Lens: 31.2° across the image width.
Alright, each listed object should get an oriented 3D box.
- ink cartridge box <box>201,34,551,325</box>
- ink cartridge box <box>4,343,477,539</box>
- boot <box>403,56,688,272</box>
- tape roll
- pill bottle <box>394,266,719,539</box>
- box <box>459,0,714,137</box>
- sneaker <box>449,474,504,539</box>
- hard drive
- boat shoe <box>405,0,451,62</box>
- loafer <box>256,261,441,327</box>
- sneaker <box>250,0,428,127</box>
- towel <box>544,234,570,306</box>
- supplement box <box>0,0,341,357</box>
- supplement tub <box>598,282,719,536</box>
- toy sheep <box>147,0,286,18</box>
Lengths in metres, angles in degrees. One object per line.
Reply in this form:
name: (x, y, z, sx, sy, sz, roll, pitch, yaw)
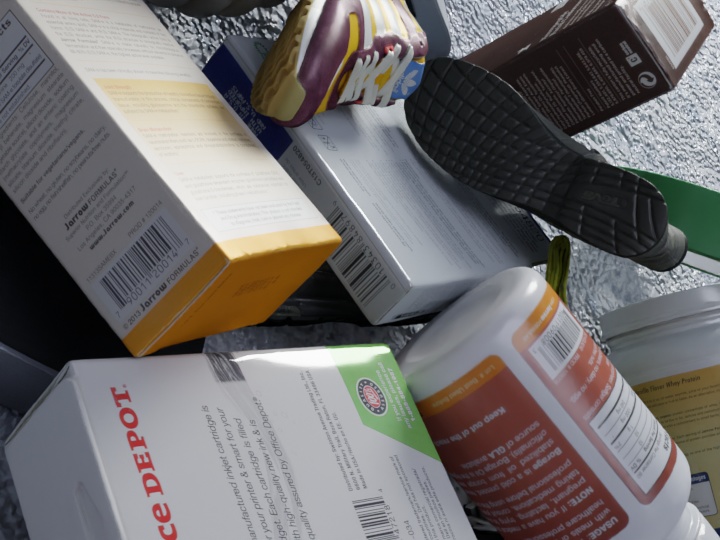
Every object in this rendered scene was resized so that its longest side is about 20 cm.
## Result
ink cartridge box: (0.018, -0.062, 0.825, 0.200, 0.041, 0.200, -8, 58, -55)
ink cartridge box: (-0.053, 0.120, 0.629, 0.200, 0.084, 0.146, 0, 57, -42)
boot: (0.123, -0.060, 0.859, 0.200, 0.068, 0.131, 36, 5, 17)
tape roll: (0.279, -0.026, 1.010, 0.200, 0.200, 0.048, 19, 92, -39)
pill bottle: (0.114, 0.106, 0.737, 0.200, 0.112, 0.112, 51, 46, -8)
box: (0.138, -0.140, 0.914, 0.075, 0.200, 0.100, 52, 45, -13)
sneaker: (0.085, 0.165, 0.814, 0.089, 0.074, 0.200, 66, 17, -61)
hard drive: (-0.163, 0.005, 0.676, 0.200, 0.042, 0.135, 32, 54, -31)
boat shoe: (0.027, -0.231, 0.884, 0.202, 0.075, 0.086, 68, 13, -58)
loafer: (0.000, 0.000, 0.818, 0.200, 0.068, 0.070, 3, 82, -40)
sneaker: (-0.002, -0.130, 0.768, 0.090, 0.075, 0.200, 32, 32, -10)
towel: (0.136, 0.079, 0.870, 0.086, 0.018, 0.200, -71, 159, -49)
supplement box: (-0.118, -0.061, 0.649, 0.200, 0.074, 0.126, 50, 22, 12)
supplement tub: (0.263, 0.118, 0.976, 0.144, 0.144, 0.200, -3, 77, -45)
toy sheep: (-0.099, -0.217, 0.770, 0.200, 0.138, 0.138, -3, 76, -32)
